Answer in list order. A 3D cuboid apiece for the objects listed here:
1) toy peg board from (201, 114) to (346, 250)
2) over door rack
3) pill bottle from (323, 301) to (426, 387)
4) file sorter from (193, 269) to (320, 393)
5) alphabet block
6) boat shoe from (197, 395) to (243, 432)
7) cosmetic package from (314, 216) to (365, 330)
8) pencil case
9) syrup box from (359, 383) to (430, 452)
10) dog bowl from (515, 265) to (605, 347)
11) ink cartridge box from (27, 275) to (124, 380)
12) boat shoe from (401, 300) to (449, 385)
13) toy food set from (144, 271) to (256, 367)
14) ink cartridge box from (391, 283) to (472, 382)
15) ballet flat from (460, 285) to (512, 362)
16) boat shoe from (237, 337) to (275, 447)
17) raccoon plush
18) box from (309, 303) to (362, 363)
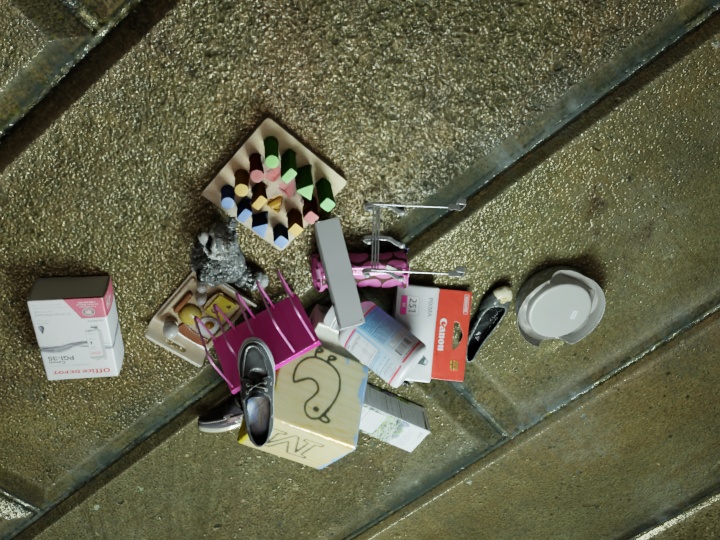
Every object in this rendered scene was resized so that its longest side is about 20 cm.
[{"bbox_3d":[-0.157,-0.138,1.313,0.199,0.098,0.199,36,111,-27],"label":"toy peg board"},{"bbox_3d":[0.104,-0.057,1.371,0.197,0.150,0.067,0,166,8],"label":"over door rack"},{"bbox_3d":[0.027,0.134,1.433,0.199,0.109,0.109,38,116,12],"label":"pill bottle"},{"bbox_3d":[-0.207,0.112,1.394,0.199,0.140,0.126,-29,141,-3],"label":"file sorter"},{"bbox_3d":[-0.121,0.280,1.496,0.198,0.197,0.196,22,143,-17],"label":"alphabet block"},{"bbox_3d":[-0.275,0.316,1.615,0.197,0.072,0.066,-9,112,1],"label":"boat shoe"},{"bbox_3d":[-0.041,0.008,1.340,0.050,0.083,0.202,-14,84,-8],"label":"cosmetic package"},{"bbox_3d":[0.000,0.000,1.432,0.197,0.094,0.092,-4,106,-7],"label":"pencil case"},{"bbox_3d":[0.061,0.344,1.677,0.199,0.082,0.079,27,118,-24],"label":"syrup box"},{"bbox_3d":[0.434,0.078,1.575,0.197,0.059,0.202,-4,125,-6],"label":"dog bowl"},{"bbox_3d":[-0.562,0.116,1.423,0.145,0.083,0.202,-3,123,-8],"label":"ink cartridge box"},{"bbox_3d":[0.124,0.153,1.575,0.074,0.093,0.201,32,86,-7],"label":"boat shoe"},{"bbox_3d":[-0.327,0.099,1.463,0.143,0.061,0.200,35,112,-27],"label":"toy food set"},{"bbox_3d":[0.149,0.135,1.510,0.171,0.044,0.203,6,90,-6],"label":"ink cartridge box"},{"bbox_3d":[0.283,0.120,1.579,0.066,0.057,0.201,15,120,-19],"label":"ballet flat"},{"bbox_3d":[-0.190,0.226,1.303,0.069,0.066,0.203,0,99,-8],"label":"boat shoe"},{"bbox_3d":[-0.231,-0.036,1.363,0.199,0.098,0.134,7,149,-46],"label":"raccoon plush"},{"bbox_3d":[-0.019,0.146,1.540,0.198,0.069,0.083,19,120,-20],"label":"box"}]
